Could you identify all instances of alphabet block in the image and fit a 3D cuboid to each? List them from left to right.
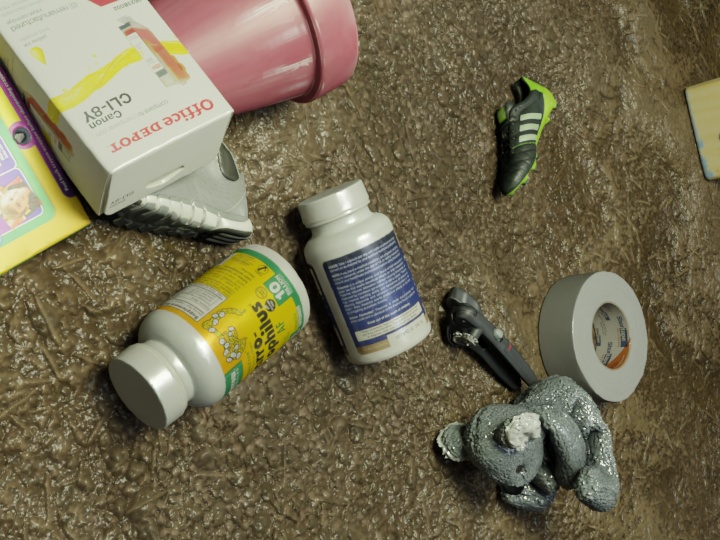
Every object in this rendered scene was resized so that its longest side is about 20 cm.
[{"bbox_3d":[0.777,-0.297,1.721,0.196,0.199,0.197,-21,97,-41],"label":"alphabet block"}]

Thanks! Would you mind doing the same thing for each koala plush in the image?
[{"bbox_3d":[0.212,0.224,1.178,0.199,0.177,0.185,10,72,-35],"label":"koala plush"}]

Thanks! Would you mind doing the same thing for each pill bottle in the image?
[{"bbox_3d":[-0.154,0.068,0.915,0.200,0.112,0.113,-40,109,-38],"label":"pill bottle"},{"bbox_3d":[0.000,0.000,1.060,0.111,0.111,0.201,-31,104,-39],"label":"pill bottle"}]

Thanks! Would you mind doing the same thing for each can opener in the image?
[{"bbox_3d":[0.185,0.105,1.235,0.200,0.063,0.079,45,57,-26],"label":"can opener"}]

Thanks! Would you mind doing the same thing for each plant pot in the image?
[{"bbox_3d":[-0.130,-0.252,0.947,0.179,0.200,0.201,-34,106,-23],"label":"plant pot"}]

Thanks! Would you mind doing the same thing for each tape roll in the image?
[{"bbox_3d":[0.364,0.104,1.390,0.199,0.066,0.202,8,77,-39],"label":"tape roll"}]

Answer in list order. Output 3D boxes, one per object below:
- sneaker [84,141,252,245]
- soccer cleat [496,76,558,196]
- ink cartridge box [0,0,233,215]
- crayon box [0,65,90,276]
[{"bbox_3d":[-0.199,-0.100,0.938,0.199,0.075,0.116,16,68,-49],"label":"sneaker"},{"bbox_3d":[0.232,-0.200,1.331,0.081,0.067,0.201,30,62,-14],"label":"soccer cleat"},{"bbox_3d":[-0.237,-0.175,0.842,0.145,0.083,0.200,-34,82,-31],"label":"ink cartridge box"},{"bbox_3d":[-0.367,-0.085,0.791,0.172,0.058,0.201,-37,107,-37],"label":"crayon box"}]
